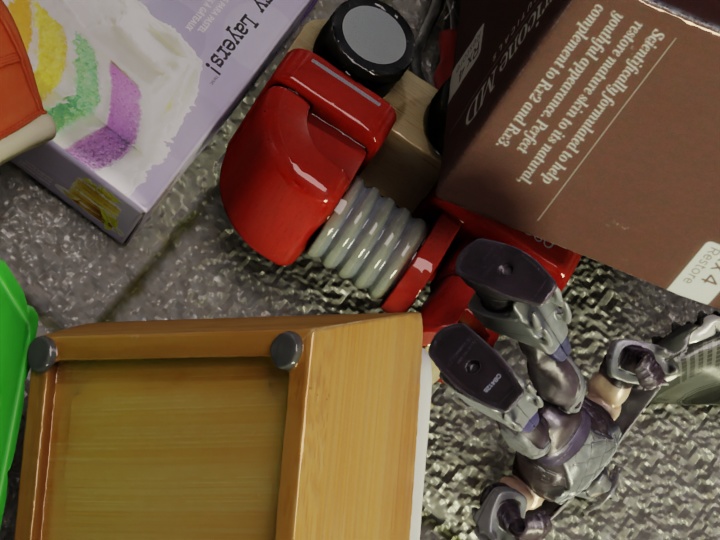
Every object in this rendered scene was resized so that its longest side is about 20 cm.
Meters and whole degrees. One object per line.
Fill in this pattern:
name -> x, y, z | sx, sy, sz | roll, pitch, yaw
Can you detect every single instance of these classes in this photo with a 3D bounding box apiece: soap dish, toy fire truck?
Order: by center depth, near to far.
soap dish -> -0.067, 0.095, 1.233 | 0.081, 0.200, 0.158 | 16, 75, -49
toy fire truck -> 0.000, 0.000, 1.370 | 0.176, 0.129, 0.200 | 33, 50, -4

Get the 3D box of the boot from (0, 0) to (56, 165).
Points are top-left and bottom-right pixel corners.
boot -> -0.226, -0.062, 1.273 | 0.200, 0.075, 0.107 | -31, 99, -34

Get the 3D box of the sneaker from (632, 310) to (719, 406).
sneaker -> 0.234, 0.059, 1.450 | 0.200, 0.066, 0.091 | -6, 68, -25

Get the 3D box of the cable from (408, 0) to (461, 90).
cable -> 0.048, -0.139, 1.487 | 0.097, 0.050, 0.200 | -7, 60, -28

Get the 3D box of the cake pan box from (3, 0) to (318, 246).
cake pan box -> -0.131, -0.141, 1.408 | 0.184, 0.052, 0.200 | 39, 61, -4

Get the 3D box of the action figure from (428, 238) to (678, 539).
action figure -> 0.090, 0.070, 1.338 | 0.069, 0.200, 0.130 | 24, 73, 32

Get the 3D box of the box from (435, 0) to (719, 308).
box -> 0.149, -0.124, 1.337 | 0.164, 0.166, 0.200 | 22, 47, -13

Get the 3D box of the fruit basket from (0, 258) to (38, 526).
fruit basket -> -0.259, 0.064, 1.222 | 0.215, 0.156, 0.216 | -4, 65, 8
